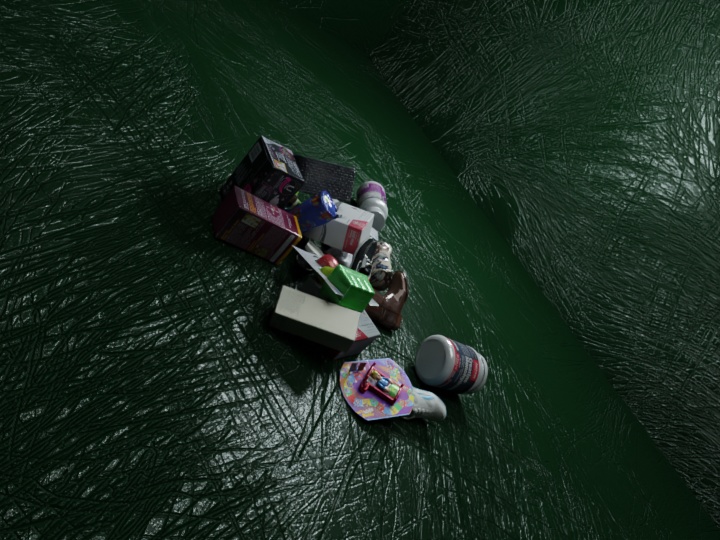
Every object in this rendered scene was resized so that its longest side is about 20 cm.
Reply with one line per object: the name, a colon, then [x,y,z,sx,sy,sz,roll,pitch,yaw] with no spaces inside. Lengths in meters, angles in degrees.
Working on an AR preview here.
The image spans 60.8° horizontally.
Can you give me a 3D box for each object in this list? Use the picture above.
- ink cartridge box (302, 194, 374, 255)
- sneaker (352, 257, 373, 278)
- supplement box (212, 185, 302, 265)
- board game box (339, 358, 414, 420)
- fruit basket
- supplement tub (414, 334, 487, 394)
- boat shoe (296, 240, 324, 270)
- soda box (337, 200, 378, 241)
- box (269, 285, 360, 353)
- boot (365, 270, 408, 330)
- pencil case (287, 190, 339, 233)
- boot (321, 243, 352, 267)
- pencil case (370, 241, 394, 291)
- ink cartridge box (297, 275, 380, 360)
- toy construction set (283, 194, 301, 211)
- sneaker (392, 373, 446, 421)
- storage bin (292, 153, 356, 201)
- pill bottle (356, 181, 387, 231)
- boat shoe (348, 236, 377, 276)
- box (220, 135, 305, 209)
ink cartridge box: [-0.074,-0.136,1.762,0.195,0.087,0.146,19,27,9]
sneaker: [-0.017,0.029,1.795,0.081,0.082,0.202,9,35,7]
supplement box: [-0.259,-0.110,1.540,0.198,0.110,0.087,25,30,-38]
board game box: [0.048,0.271,1.466,0.195,0.039,0.160,0,49,-29]
fruit basket: [-0.065,0.020,1.512,0.199,0.095,0.184,37,9,36]
supplement tub: [0.263,0.276,1.770,0.197,0.140,0.142,23,33,-40]
boat shoe: [-0.135,-0.034,1.682,0.074,0.060,0.200,43,4,-3]
soda box: [-0.034,-0.146,2.010,0.198,0.068,0.064,36,26,-21]
box: [-0.104,0.113,1.412,0.195,0.069,0.084,22,52,-8]
boot: [0.055,0.062,1.759,0.198,0.063,0.192,27,61,-45]
pencil case: [-0.150,-0.139,1.661,0.086,0.197,0.080,29,41,-53]
boot: [-0.067,-0.085,1.839,0.096,0.072,0.202,52,21,-27]
pencil case: [0.066,-0.017,1.951,0.202,0.087,0.079,-87,158,-59]
ink cartridge box: [-0.061,0.112,1.559,0.202,0.083,0.144,56,27,18]
toy construction set: [-0.235,-0.226,1.776,0.201,0.092,0.131,52,-1,-7]
sneaker: [0.135,0.343,1.554,0.197,0.077,0.082,29,35,-19]
storage bin: [-0.125,-0.260,1.710,0.196,0.096,0.134,5,11,-39]
pill bottle: [0.042,-0.226,2.200,0.111,0.112,0.202,34,28,-24]
boat shoe: [0.000,0.000,1.688,0.059,0.203,0.076,20,-19,31]
box: [-0.257,-0.221,1.601,0.113,0.200,0.134,19,35,-45]
